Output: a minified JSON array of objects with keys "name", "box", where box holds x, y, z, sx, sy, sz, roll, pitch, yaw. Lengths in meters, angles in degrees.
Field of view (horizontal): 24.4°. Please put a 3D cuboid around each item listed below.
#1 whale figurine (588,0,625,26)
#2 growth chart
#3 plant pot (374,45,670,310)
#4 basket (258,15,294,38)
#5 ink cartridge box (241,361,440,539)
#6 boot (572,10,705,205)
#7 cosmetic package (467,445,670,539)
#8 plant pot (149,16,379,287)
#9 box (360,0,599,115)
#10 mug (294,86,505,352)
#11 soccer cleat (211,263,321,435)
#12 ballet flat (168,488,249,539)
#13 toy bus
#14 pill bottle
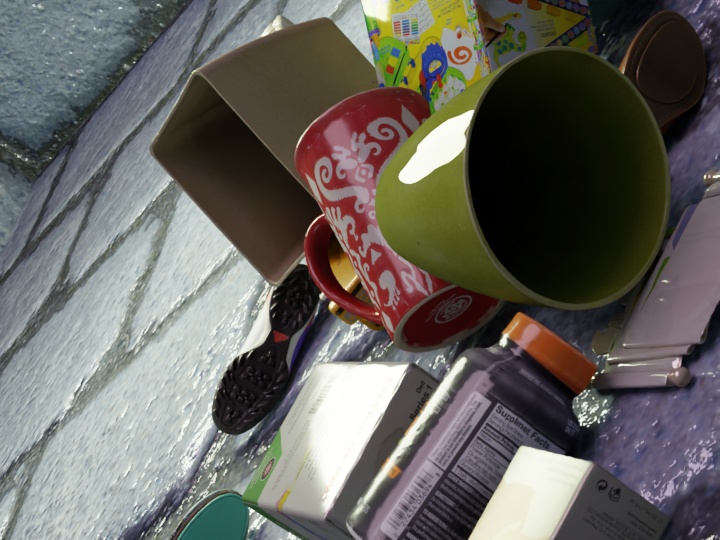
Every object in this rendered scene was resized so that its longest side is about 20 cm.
[{"name":"whale figurine","box":[0.242,-0.298,1.575,0.199,0.104,0.159,-24,3,17]},{"name":"growth chart","box":[0.232,0.003,1.179,0.201,0.018,0.145,-58,18,-9]},{"name":"plant pot","box":[0.100,-0.057,1.267,0.199,0.187,0.188,-10,48,59]},{"name":"basket","box":[-0.077,-0.159,1.945,0.200,0.198,0.161,-52,15,11]},{"name":"ink cartridge box","box":[-0.002,0.157,1.389,0.146,0.084,0.200,-60,19,-15]},{"name":"boot","box":[0.204,-0.111,1.383,0.155,0.076,0.201,-30,38,59]},{"name":"cosmetic package","box":[0.100,0.218,1.053,0.201,0.071,0.105,-59,19,-12]},{"name":"plant pot","box":[-0.068,-0.138,1.706,0.177,0.200,0.200,-43,0,-30]},{"name":"box","box":[0.108,-0.206,1.530,0.200,0.121,0.195,-14,87,62]},{"name":"mug","box":[0.037,-0.029,1.461,0.178,0.132,0.201,102,147,-55]},{"name":"soccer cleat","box":[-0.098,0.090,1.796,0.073,0.068,0.201,104,-169,-74]},{"name":"ballet flat","box":[-0.171,0.301,1.591,0.074,0.074,0.201,-18,39,61]},{"name":"toy bus","box":[0.000,0.000,1.661,0.065,0.078,0.200,-50,19,10]},{"name":"pill bottle","box":[0.086,0.130,1.187,0.201,0.106,0.106,-55,19,-1]}]
